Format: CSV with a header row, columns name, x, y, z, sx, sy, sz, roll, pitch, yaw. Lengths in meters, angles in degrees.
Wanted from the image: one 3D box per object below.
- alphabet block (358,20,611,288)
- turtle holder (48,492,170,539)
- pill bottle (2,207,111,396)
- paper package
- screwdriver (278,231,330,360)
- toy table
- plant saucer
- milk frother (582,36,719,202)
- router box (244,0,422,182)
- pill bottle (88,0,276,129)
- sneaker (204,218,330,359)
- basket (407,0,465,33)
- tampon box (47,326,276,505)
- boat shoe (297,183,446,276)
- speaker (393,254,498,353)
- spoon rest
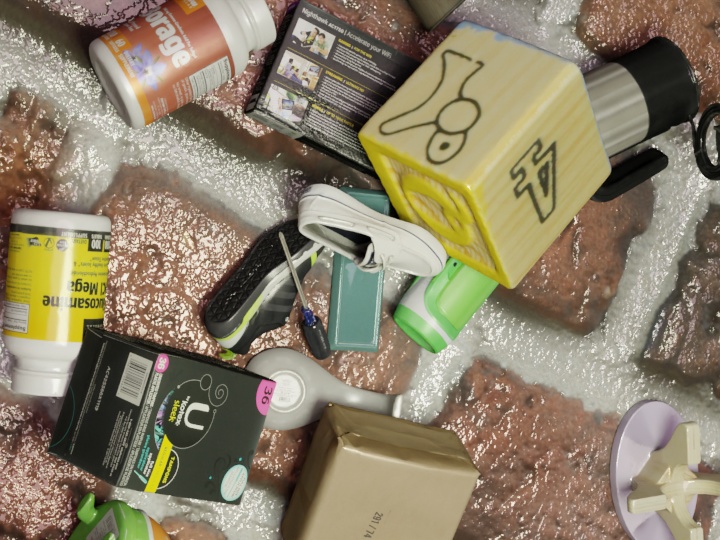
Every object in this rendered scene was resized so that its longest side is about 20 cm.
name,x,y,z,sx,sy,sz,roll,pitch,yaw
alphabet block,0.148,-0.138,1.575,0.200,0.194,0.197,-47,137,-14
turtle holder,-0.285,0.362,1.529,0.131,0.140,0.187,33,73,-34
pill bottle,-0.342,0.035,1.505,0.111,0.112,0.203,4,92,-18
paper package,0.019,0.281,1.607,0.188,0.104,0.202,14,111,-18
screwdriver,-0.073,0.033,1.592,0.029,0.028,0.201,-24,130,-2
toy table,0.408,0.280,1.762,0.182,0.117,0.203,-18,99,-16
plant saucer,0.000,0.000,1.666,0.069,0.019,0.203,4,92,-18
milk frother,0.347,-0.176,1.676,0.186,0.200,0.183,-26,104,-15
router box,-0.021,-0.215,1.629,0.198,0.051,0.151,25,83,-18
pill bottle,-0.201,-0.255,1.537,0.199,0.112,0.113,-32,102,-14
sneaker,-0.107,0.022,1.619,0.200,0.071,0.083,-45,133,-12
basket,0.076,-0.412,1.602,0.201,0.180,0.136,49,59,-5
tampon box,-0.217,0.164,1.502,0.199,0.125,0.152,20,87,-51
boat shoe,0.011,-0.029,1.591,0.198,0.074,0.066,23,51,-15
speaker,0.129,0.004,1.673,0.088,0.088,0.201,43,80,-15
spoon rest,-0.050,0.154,1.644,0.197,0.061,0.101,11,88,-5
